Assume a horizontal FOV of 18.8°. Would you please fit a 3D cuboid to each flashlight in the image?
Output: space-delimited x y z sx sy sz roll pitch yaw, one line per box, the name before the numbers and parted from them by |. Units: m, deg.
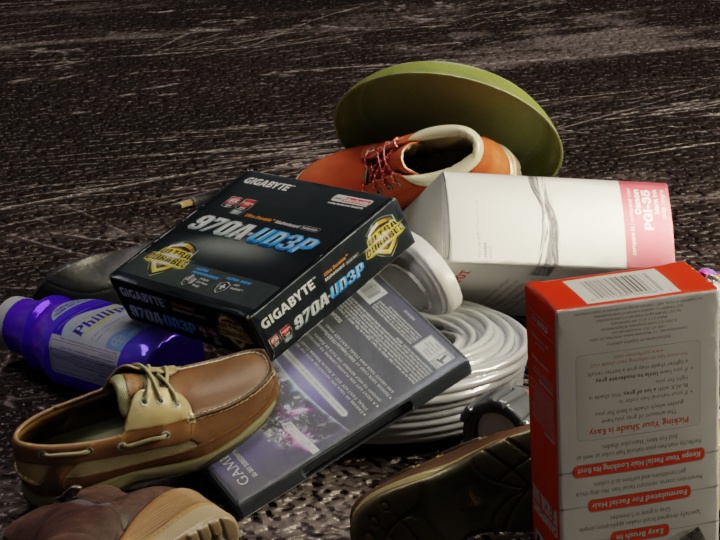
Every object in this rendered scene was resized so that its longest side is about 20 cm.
flashlight | 0.151 0.094 1.630 0.068 0.068 0.200 9 23 34

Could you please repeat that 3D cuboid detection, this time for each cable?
cable | 0.031 0.078 1.696 0.200 0.069 0.200 13 23 39

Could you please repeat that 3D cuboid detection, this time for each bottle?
bottle | -0.220 0.061 1.786 0.200 0.065 0.083 13 28 40

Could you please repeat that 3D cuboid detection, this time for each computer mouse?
computer mouse | -0.187 -0.006 1.915 0.200 0.141 0.046 -14 59 -40

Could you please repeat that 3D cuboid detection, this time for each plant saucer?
plant saucer | 0.077 -0.124 1.866 0.200 0.200 0.031 4 61 19

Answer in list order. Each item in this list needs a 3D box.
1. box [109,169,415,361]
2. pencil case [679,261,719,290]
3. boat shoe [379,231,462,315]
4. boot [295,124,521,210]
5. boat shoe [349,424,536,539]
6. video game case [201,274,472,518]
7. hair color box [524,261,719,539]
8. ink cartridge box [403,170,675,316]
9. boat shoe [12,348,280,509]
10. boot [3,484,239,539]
box | -0.079 -0.008 1.692 0.159 0.046 0.200 -39 30 -26
pencil case | 0.318 0.048 1.548 0.200 0.089 0.088 9 22 26
boat shoe | 0.000 0.000 1.728 0.068 0.072 0.200 -35 38 -23
boot | 0.025 -0.084 1.822 0.200 0.075 0.107 -9 -13 19
boat shoe | 0.086 0.141 1.459 0.200 0.072 0.068 -18 14 -1
video game case | -0.038 0.086 1.598 0.200 0.019 0.143 -32 43 -13
hair color box | 0.168 0.102 1.391 0.111 0.200 0.064 -7 19 -13
ink cartridge box | 0.139 -0.019 1.797 0.200 0.083 0.147 3 -17 -17
boat shoe | -0.154 0.106 1.549 0.200 0.074 0.076 -25 41 -9
boot | -0.194 0.193 1.425 0.200 0.073 0.166 -19 12 -36
